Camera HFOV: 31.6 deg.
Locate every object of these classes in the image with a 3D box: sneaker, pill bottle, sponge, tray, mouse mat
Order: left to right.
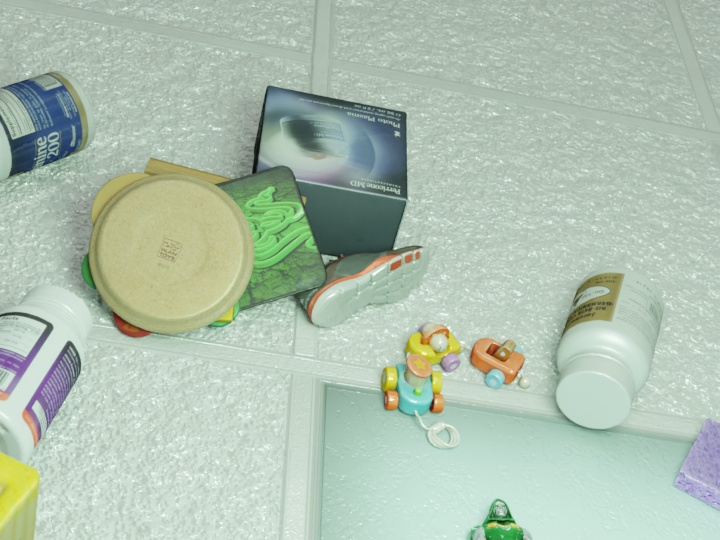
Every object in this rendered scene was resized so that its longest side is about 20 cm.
[{"bbox_3d":[-0.447,-0.175,1.617,0.111,0.111,0.200,39,46,25],"label":"pill bottle"},{"bbox_3d":[-0.357,0.107,1.330,0.111,0.112,0.200,19,40,3],"label":"pill bottle"},{"bbox_3d":[-0.176,-0.069,1.596,0.200,0.099,0.037,14,35,-3],"label":"tray"},{"bbox_3d":[-0.155,-0.030,1.535,0.200,0.008,0.161,-17,78,-11],"label":"mouse mat"},{"bbox_3d":[0.000,0.000,1.601,0.200,0.077,0.082,-21,46,-36],"label":"sneaker"},{"bbox_3d":[0.302,0.095,1.561,0.114,0.115,0.200,22,41,6],"label":"pill bottle"},{"bbox_3d":[0.478,0.260,1.500,0.200,0.030,0.112,28,42,14],"label":"sponge"}]

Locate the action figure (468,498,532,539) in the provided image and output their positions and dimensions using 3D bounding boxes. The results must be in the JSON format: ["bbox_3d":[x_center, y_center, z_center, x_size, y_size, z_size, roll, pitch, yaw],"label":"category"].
[{"bbox_3d":[0.154,0.317,1.313,0.118,0.055,0.200,4,38,-9],"label":"action figure"}]

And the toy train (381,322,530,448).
[{"bbox_3d":[0.115,0.118,1.518,0.150,0.056,0.200,31,42,17],"label":"toy train"}]

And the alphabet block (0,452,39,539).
[{"bbox_3d":[-0.405,0.255,1.080,0.195,0.200,0.196,23,41,8],"label":"alphabet block"}]

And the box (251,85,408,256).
[{"bbox_3d":[-0.043,-0.128,1.692,0.200,0.123,0.199,9,42,-8],"label":"box"}]

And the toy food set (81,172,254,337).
[{"bbox_3d":[-0.225,-0.018,1.496,0.199,0.049,0.198,5,76,-5],"label":"toy food set"}]
